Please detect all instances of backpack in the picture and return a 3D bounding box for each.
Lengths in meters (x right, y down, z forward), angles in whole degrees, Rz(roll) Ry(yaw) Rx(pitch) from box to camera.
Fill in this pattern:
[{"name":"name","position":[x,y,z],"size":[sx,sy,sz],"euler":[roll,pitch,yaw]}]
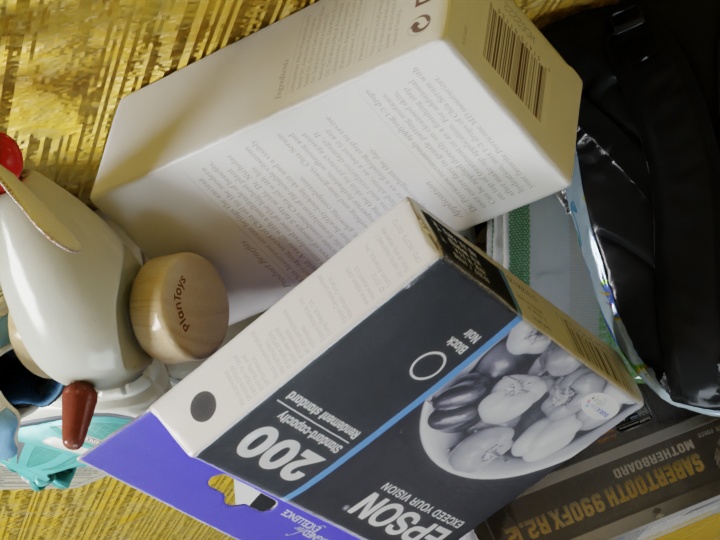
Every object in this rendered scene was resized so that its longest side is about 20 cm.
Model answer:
[{"name":"backpack","position":[0.178,-0.027,1.145],"size":[0.162,0.202,0.154],"euler":[-14,166,1]}]

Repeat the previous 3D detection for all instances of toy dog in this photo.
[{"name":"toy dog","position":[-0.151,0.002,1.015],"size":[0.199,0.097,0.132],"euler":[33,140,-22]}]

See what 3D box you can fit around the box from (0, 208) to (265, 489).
[{"name":"box","position":[-0.145,0.044,1.307],"size":[0.199,0.110,0.127],"euler":[-24,161,34]}]

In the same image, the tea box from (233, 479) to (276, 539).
[{"name":"tea box","position":[0.042,0.169,1.285],"size":[0.198,0.198,0.134],"euler":[-2,164,-15]}]

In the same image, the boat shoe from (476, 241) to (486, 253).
[{"name":"boat shoe","position":[0.000,0.000,1.342],"size":[0.199,0.070,0.071],"euler":[-12,149,40]}]

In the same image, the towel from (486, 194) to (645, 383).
[{"name":"towel","position":[0.159,-0.016,1.225],"size":[0.198,0.151,0.031],"euler":[1,180,-16]}]

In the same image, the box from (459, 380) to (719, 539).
[{"name":"box","position":[0.118,0.070,1.238],"size":[0.199,0.159,0.048],"euler":[-19,162,-21]}]

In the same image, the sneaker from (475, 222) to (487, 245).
[{"name":"sneaker","position":[0.088,-0.012,1.357],"size":[0.089,0.079,0.200],"euler":[-5,169,-37]}]

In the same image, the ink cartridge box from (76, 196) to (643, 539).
[{"name":"ink cartridge box","position":[0.004,0.074,1.080],"size":[0.200,0.044,0.198],"euler":[-37,142,16]}]

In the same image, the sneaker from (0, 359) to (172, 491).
[{"name":"sneaker","position":[-0.180,0.080,1.206],"size":[0.199,0.080,0.078],"euler":[0,-149,32]}]

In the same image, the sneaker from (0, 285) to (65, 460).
[{"name":"sneaker","position":[-0.169,0.032,1.142],"size":[0.072,0.200,0.072],"euler":[18,122,1]}]

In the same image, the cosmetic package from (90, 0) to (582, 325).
[{"name":"cosmetic package","position":[-0.011,-0.058,1.044],"size":[0.199,0.072,0.101],"euler":[-22,129,30]}]

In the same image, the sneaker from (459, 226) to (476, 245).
[{"name":"sneaker","position":[0.015,-0.042,1.183],"size":[0.073,0.080,0.200],"euler":[-18,158,20]}]
